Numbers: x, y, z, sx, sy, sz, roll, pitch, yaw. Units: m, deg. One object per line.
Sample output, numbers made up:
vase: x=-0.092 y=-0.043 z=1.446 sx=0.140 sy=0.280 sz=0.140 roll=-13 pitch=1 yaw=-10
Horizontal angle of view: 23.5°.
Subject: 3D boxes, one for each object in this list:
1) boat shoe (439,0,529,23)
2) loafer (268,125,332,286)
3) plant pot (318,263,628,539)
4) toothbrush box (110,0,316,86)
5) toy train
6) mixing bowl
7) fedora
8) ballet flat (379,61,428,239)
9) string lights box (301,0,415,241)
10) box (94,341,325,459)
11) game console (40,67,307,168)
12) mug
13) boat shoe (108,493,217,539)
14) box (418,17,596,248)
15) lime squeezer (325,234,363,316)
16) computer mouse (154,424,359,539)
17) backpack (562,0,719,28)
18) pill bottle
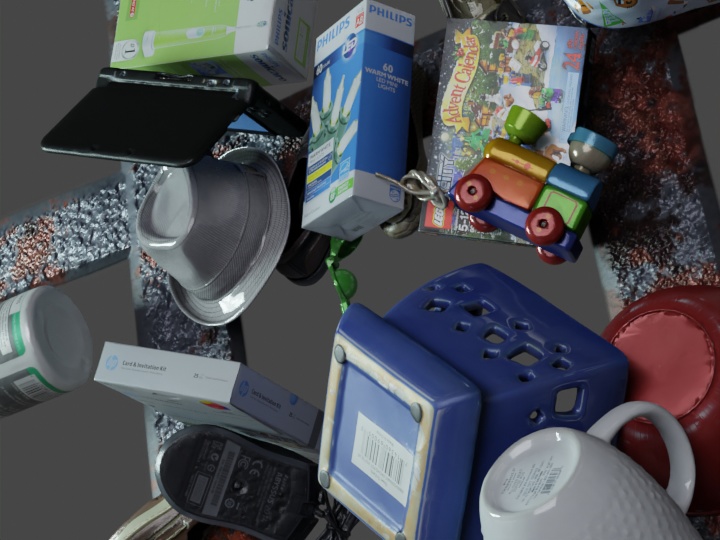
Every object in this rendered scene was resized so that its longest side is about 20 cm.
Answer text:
boat shoe: x=0.125 y=-0.226 z=1.654 sx=0.073 sy=0.065 sz=0.200 roll=-42 pitch=58 yaw=8
loafer: x=-0.039 y=-0.087 z=1.699 sx=0.071 sy=0.063 sz=0.202 roll=11 pitch=78 yaw=32
plant pot: x=0.080 y=0.129 z=1.419 sx=0.200 sy=0.179 sz=0.202 roll=34 pitch=124 yaw=46
toothbrush box: x=-0.151 y=-0.270 z=1.819 sx=0.198 sy=0.086 sz=0.147 roll=-5 pitch=69 yaw=30
toy train: x=0.122 y=-0.096 z=1.531 sx=0.199 sy=0.085 sz=0.116 roll=26 pitch=84 yaw=19
mixing bowl: x=0.264 y=0.093 z=1.430 sx=0.198 sy=0.108 sz=0.202 roll=-10 pitch=68 yaw=26
fedora: x=-0.158 y=-0.049 z=1.700 sx=0.177 sy=0.090 sz=0.200 roll=-52 pitch=34 yaw=18
ballet flat: x=0.036 y=-0.123 z=1.661 sx=0.067 sy=0.046 sz=0.202 roll=-13 pitch=56 yaw=26
string lights box: x=-0.001 y=-0.141 z=1.636 sx=0.103 sy=0.059 sz=0.202 roll=-29 pitch=52 yaw=55
box: x=-0.125 y=0.122 z=1.589 sx=0.155 sy=0.200 sz=0.042 roll=7 pitch=74 yaw=32
game console: x=-0.184 y=-0.134 z=1.733 sx=0.198 sy=0.176 sz=0.117 roll=9 pitch=77 yaw=32
mug: x=0.187 y=0.191 z=1.315 sx=0.200 sy=0.176 sz=0.147 roll=-50 pitch=28 yaw=-23
boat shoe: x=-0.177 y=0.254 z=1.650 sx=0.202 sy=0.075 sz=0.075 roll=-47 pitch=70 yaw=10
box: x=0.135 y=-0.125 z=1.588 sx=0.135 sy=0.038 sz=0.202 roll=7 pitch=88 yaw=20
lime squeezer: x=0.000 y=0.000 z=1.669 sx=0.070 sy=0.038 sz=0.202 roll=13 pitch=76 yaw=1
computer mouse: x=-0.094 y=0.207 z=1.593 sx=0.199 sy=0.053 sz=0.140 roll=25 pitch=91 yaw=-1
backpack: x=0.255 y=-0.310 z=1.539 sx=0.189 sy=0.154 sz=0.201 roll=-26 pitch=59 yaw=-1
pill bottle: x=-0.387 y=0.099 z=1.803 sx=0.199 sy=0.113 sz=0.114 roll=-21 pitch=63 yaw=22
